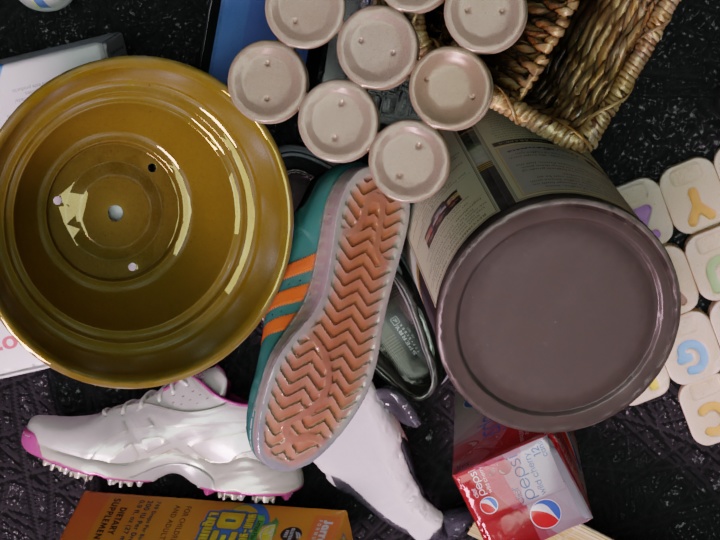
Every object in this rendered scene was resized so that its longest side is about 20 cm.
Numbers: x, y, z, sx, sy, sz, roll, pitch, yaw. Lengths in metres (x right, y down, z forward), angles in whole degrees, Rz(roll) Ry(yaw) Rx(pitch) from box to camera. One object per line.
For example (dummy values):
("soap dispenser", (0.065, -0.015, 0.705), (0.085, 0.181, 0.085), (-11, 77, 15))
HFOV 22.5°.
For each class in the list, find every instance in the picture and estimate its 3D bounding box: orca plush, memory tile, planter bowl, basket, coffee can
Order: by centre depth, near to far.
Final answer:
("memory tile", (0.021, -0.156, 1.084), (0.152, 0.017, 0.201), (28, 97, 5))
("basket", (0.108, -0.200, 1.108), (0.142, 0.149, 0.201), (26, 100, -27))
("planter bowl", (-0.147, -0.033, 1.134), (0.198, 0.083, 0.203), (-2, 97, -17))
("coffee can", (0.104, -0.009, 1.137), (0.145, 0.200, 0.148), (-3, 112, -6))
("orca plush", (0.010, 0.105, 1.249), (0.200, 0.071, 0.105), (39, 122, -20))

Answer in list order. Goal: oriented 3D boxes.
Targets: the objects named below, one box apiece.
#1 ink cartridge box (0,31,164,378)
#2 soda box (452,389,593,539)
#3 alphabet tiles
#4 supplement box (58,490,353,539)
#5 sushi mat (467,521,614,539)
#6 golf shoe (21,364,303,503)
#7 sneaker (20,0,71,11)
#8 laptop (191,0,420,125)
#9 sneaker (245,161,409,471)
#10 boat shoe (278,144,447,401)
("ink cartridge box", (-0.209, -0.044, 1.221), (0.144, 0.084, 0.202), (-12, 102, 4))
("soda box", (0.102, 0.114, 1.180), (0.069, 0.200, 0.064), (-25, 100, 8))
("alphabet tiles", (0.254, 0.016, 1.244), (0.198, 0.015, 0.197), (-21, 101, 7))
("supplement box", (-0.105, 0.201, 1.255), (0.198, 0.067, 0.069), (3, 124, 14))
("sushi mat", (0.173, 0.209, 1.262), (0.199, 0.096, 0.012), (27, 64, -3))
("golf shoe", (-0.135, 0.107, 1.265), (0.198, 0.075, 0.093), (7, 94, -6))
("sneaker", (-0.210, -0.265, 1.160), (0.075, 0.105, 0.202), (3, 103, 3))
("laptop", (0.009, -0.177, 1.168), (0.198, 0.103, 0.179), (12, 104, 1))
("sneaker", (-0.030, 0.028, 1.156), (0.071, 0.080, 0.202), (24, 81, -29))
("boat shoe", (0.000, 0.000, 1.225), (0.072, 0.071, 0.200), (-38, 98, 11))
